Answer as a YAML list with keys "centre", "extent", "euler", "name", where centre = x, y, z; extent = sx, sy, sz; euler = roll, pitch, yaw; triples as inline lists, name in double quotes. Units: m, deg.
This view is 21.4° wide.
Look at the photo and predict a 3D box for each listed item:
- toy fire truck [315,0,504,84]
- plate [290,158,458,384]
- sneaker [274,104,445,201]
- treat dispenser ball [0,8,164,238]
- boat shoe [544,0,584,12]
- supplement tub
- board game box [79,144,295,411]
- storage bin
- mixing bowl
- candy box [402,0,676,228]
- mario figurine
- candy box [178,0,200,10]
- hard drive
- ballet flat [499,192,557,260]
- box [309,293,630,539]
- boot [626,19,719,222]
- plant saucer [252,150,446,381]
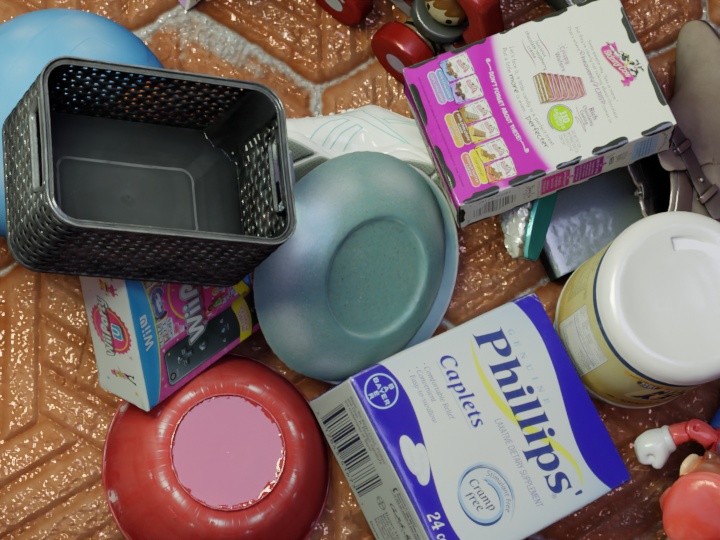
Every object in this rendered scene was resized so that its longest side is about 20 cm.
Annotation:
- centre: [0.048, -0.262, 1.674]
  extent: [0.200, 0.168, 0.112]
  euler: [43, 75, 2]
  name: "toy fire truck"
- centre: [0.000, 0.000, 1.640]
  extent: [0.199, 0.026, 0.202]
  euler: [-12, 110, -34]
  name: "plate"
- centre: [-0.017, -0.108, 1.690]
  extent: [0.199, 0.071, 0.081]
  euler: [8, 47, 1]
  name: "sneaker"
- centre: [-0.247, -0.115, 1.575]
  extent: [0.199, 0.201, 0.202]
  euler: [2, 77, -9]
  name: "treat dispenser ball"
- centre: [0.143, -0.291, 1.751]
  extent: [0.066, 0.072, 0.201]
  euler: [-35, 80, -9]
  name: "boat shoe"
- centre: [0.248, 0.039, 1.625]
  extent: [0.143, 0.200, 0.146]
  euler: [2, 77, -9]
  name: "supplement tub"
- centre: [-0.135, -0.001, 1.564]
  extent: [0.064, 0.148, 0.200]
  euler: [22, 43, 36]
  name: "board game box"
- centre: [-0.160, -0.072, 1.434]
  extent: [0.199, 0.094, 0.136]
  euler: [5, 66, -29]
  name: "storage bin"
- centre: [-0.116, 0.158, 1.587]
  extent: [0.199, 0.108, 0.202]
  euler: [2, 78, -8]
  name: "mixing bowl"
- centre: [0.151, -0.137, 1.622]
  extent: [0.199, 0.061, 0.137]
  euler: [-20, 72, -3]
  name: "candy box"
- centre: [0.320, 0.161, 1.689]
  extent: [0.123, 0.106, 0.200]
  euler: [17, 60, 32]
  name: "mario figurine"
- centre: [-0.091, -0.337, 1.667]
  extent: [0.200, 0.168, 0.072]
  euler: [-38, 86, -15]
  name: "candy box"
- centre: [0.197, -0.106, 1.735]
  extent: [0.139, 0.033, 0.201]
  euler: [-22, 82, -13]
  name: "hard drive"
- centre: [0.152, -0.101, 1.685]
  extent: [0.071, 0.072, 0.201]
  euler: [21, 73, -4]
  name: "ballet flat"
- centre: [0.092, 0.144, 1.607]
  extent: [0.199, 0.105, 0.185]
  euler: [-24, 83, -27]
  name: "box"
- centre: [0.288, -0.128, 1.703]
  extent: [0.146, 0.070, 0.201]
  euler: [-8, 79, -45]
  name: "boot"
- centre: [0.003, 0.002, 1.602]
  extent: [0.200, 0.039, 0.202]
  euler: [-13, 112, -33]
  name: "plant saucer"
